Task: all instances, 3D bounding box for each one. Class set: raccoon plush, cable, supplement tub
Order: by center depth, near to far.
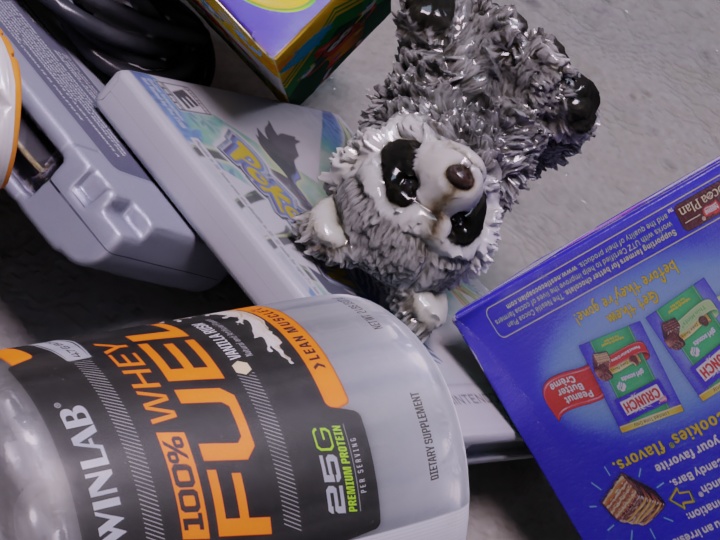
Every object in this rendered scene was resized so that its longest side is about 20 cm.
[{"bbox_3d":[-0.073,0.080,0.719,0.199,0.123,0.123,-10,54,-34],"label":"supplement tub"},{"bbox_3d":[0.029,-0.027,0.915,0.096,0.200,0.135,30,74,9],"label":"raccoon plush"},{"bbox_3d":[-0.139,-0.150,0.951,0.200,0.051,0.163,46,-1,-23],"label":"cable"}]

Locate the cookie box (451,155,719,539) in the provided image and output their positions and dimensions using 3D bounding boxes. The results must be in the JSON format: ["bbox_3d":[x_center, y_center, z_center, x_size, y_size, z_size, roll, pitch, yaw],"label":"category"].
[{"bbox_3d":[0.157,0.062,0.830,0.075,0.171,0.201,-29,88,-49],"label":"cookie box"}]

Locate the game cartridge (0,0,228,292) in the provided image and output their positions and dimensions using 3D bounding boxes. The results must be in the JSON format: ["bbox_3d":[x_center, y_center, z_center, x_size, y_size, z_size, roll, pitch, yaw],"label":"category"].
[{"bbox_3d":[-0.133,-0.073,0.876,0.200,0.041,0.133,50,14,17],"label":"game cartridge"}]

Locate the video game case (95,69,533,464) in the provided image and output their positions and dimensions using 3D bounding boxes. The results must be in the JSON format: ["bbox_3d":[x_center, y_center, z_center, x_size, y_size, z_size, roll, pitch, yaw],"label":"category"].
[{"bbox_3d":[0.000,0.000,0.901,0.200,0.022,0.182,50,20,21],"label":"video game case"}]

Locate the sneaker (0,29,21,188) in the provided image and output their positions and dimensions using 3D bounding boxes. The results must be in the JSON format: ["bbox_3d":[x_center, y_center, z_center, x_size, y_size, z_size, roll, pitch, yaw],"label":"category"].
[{"bbox_3d":[-0.202,-0.099,0.761,0.091,0.076,0.200,-11,46,-41],"label":"sneaker"}]

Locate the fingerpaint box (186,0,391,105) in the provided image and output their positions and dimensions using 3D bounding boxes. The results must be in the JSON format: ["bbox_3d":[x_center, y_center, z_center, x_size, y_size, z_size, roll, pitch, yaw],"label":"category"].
[{"bbox_3d":[-0.076,-0.174,0.934,0.200,0.073,0.167,46,-1,3],"label":"fingerpaint box"}]
